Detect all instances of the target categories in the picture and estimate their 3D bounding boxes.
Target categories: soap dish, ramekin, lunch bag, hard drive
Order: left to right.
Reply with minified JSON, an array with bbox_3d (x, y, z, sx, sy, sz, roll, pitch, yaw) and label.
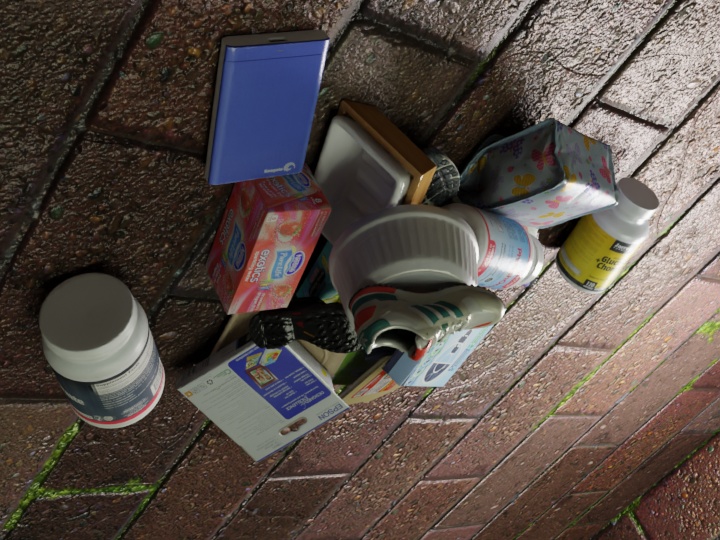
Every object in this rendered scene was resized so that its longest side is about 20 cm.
[{"bbox_3d":[-0.117,-0.197,1.229,0.131,0.025,0.201,-11,139,-27],"label":"hard drive"},{"bbox_3d":[0.013,-0.109,1.351,0.081,0.157,0.201,-25,151,-37],"label":"soap dish"},{"bbox_3d":[0.063,0.016,1.310,0.200,0.095,0.203,-6,139,-5],"label":"ramekin"},{"bbox_3d":[0.258,-0.137,1.518,0.199,0.128,0.169,-22,158,40],"label":"lunch bag"}]

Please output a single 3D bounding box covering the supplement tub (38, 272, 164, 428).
[{"bbox_3d":[-0.349,0.111,1.365,0.139,0.141,0.201,-21,146,-13],"label":"supplement tub"}]

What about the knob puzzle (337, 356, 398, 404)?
[{"bbox_3d":[0.062,0.159,1.687,0.218,0.031,0.220,-27,159,-11],"label":"knob puzzle"}]

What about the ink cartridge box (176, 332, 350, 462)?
[{"bbox_3d":[-0.152,0.192,1.593,0.197,0.047,0.200,-32,122,17],"label":"ink cartridge box"}]

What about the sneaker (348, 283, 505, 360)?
[{"bbox_3d":[0.086,0.072,1.234,0.198,0.094,0.071,2,138,-13],"label":"sneaker"}]

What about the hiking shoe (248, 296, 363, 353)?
[{"bbox_3d":[-0.058,0.067,1.467,0.198,0.101,0.076,2,114,10],"label":"hiking shoe"}]

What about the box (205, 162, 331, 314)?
[{"bbox_3d":[-0.128,-0.042,1.372,0.102,0.095,0.201,-5,140,-33],"label":"box"}]

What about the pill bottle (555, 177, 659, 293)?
[{"bbox_3d":[0.435,-0.062,1.767,0.111,0.112,0.201,-5,140,-33],"label":"pill bottle"}]

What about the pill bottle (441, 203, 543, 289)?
[{"bbox_3d":[0.186,-0.030,1.476,0.199,0.109,0.109,10,130,-50],"label":"pill bottle"}]

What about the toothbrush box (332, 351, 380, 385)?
[{"bbox_3d":[0.014,0.119,1.709,0.199,0.086,0.146,8,132,-45],"label":"toothbrush box"}]

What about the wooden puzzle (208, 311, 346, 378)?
[{"bbox_3d":[-0.135,0.136,1.608,0.199,0.046,0.186,22,122,-17],"label":"wooden puzzle"}]

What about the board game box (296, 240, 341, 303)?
[{"bbox_3d":[0.000,0.000,1.523,0.150,0.047,0.200,-14,161,-23],"label":"board game box"}]

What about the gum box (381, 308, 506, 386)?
[{"bbox_3d":[0.134,0.104,1.564,0.170,0.045,0.200,-52,157,10],"label":"gum box"}]

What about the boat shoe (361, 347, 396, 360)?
[{"bbox_3d":[0.072,0.065,1.537,0.198,0.075,0.093,-22,104,13],"label":"boat shoe"}]

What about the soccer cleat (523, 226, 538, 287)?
[{"bbox_3d":[0.265,-0.037,1.723,0.072,0.069,0.201,-13,145,1],"label":"soccer cleat"}]

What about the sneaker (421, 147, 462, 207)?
[{"bbox_3d":[0.097,-0.129,1.438,0.077,0.087,0.200,-22,156,1],"label":"sneaker"}]
